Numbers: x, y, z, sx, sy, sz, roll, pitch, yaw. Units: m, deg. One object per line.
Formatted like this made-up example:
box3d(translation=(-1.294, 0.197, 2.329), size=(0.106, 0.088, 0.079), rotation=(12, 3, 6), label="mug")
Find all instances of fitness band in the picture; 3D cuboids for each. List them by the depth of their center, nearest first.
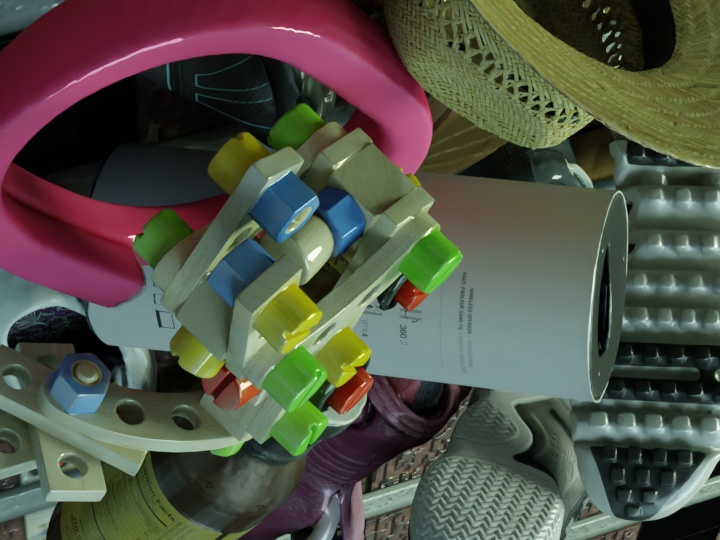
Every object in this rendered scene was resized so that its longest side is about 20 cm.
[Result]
box3d(translation=(-0.057, -0.042, 0.834), size=(0.143, 0.037, 0.200), rotation=(-28, 158, 17), label="fitness band")

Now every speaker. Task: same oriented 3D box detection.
box3d(translation=(0.000, 0.000, 0.957), size=(0.200, 0.081, 0.081), rotation=(6, 155, 15), label="speaker")

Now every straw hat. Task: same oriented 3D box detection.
box3d(translation=(0.055, -0.093, 0.825), size=(0.201, 0.201, 0.085), rotation=(4, 145, -41), label="straw hat")

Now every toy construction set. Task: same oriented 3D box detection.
box3d(translation=(-0.042, 0.022, 0.829), size=(0.131, 0.092, 0.200), rotation=(-37, 180, -43), label="toy construction set")

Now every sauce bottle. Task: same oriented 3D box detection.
box3d(translation=(-0.064, 0.084, 1.066), size=(0.065, 0.065, 0.200), rotation=(0, 156, -37), label="sauce bottle")

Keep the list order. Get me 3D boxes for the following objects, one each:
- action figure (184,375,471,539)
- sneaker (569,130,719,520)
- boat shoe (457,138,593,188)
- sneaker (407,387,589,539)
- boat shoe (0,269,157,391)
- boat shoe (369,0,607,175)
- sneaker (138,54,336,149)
box3d(translation=(-0.015, 0.070, 1.109), size=(0.134, 0.149, 0.200), rotation=(4, 155, -31), label="action figure")
box3d(translation=(0.132, 0.010, 1.075), size=(0.075, 0.200, 0.081), rotation=(9, 167, 8), label="sneaker")
box3d(translation=(0.069, -0.011, 1.109), size=(0.075, 0.060, 0.200), rotation=(-25, 151, 1), label="boat shoe")
box3d(translation=(0.064, 0.108, 1.115), size=(0.200, 0.075, 0.114), rotation=(-46, 159, -54), label="sneaker")
box3d(translation=(-0.119, 0.036, 1.039), size=(0.072, 0.069, 0.200), rotation=(-20, 152, -8), label="boat shoe")
box3d(translation=(0.045, -0.096, 0.962), size=(0.073, 0.063, 0.200), rotation=(-19, 158, -41), label="boat shoe")
box3d(translation=(-0.055, -0.097, 0.887), size=(0.079, 0.076, 0.200), rotation=(3, 161, 13), label="sneaker")
